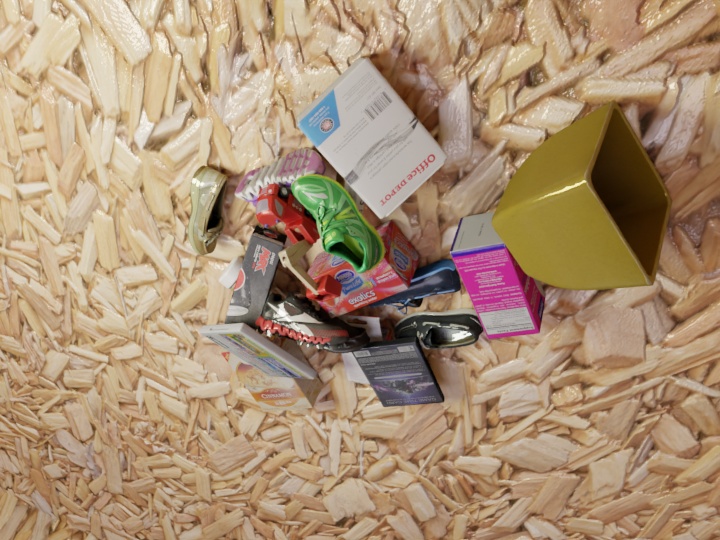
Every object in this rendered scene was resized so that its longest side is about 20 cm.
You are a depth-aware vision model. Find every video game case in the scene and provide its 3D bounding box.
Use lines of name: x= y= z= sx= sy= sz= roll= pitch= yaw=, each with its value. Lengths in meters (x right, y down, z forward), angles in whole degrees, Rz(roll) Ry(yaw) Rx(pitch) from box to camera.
video game case: x=0.079 y=0.214 z=1.448 sx=0.141 sy=0.019 sz=0.201 roll=-9 pitch=133 yaw=22
video game case: x=-0.210 y=0.166 z=1.436 sx=0.199 sy=0.022 sz=0.181 roll=38 pitch=154 yaw=-29

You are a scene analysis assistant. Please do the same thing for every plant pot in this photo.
plant pot: x=0.315 y=-0.089 z=1.044 sx=0.199 sy=0.195 sz=0.196 roll=-19 pitch=120 yaw=45

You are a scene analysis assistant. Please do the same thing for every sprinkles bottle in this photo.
sprinkles bottle: x=-0.202 y=0.057 z=1.473 sx=0.199 sy=0.069 sz=0.068 roll=40 pitch=133 yaw=-13

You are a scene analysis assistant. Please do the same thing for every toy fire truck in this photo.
toy fire truck: x=-0.108 y=-0.045 z=1.228 sx=0.048 sy=0.143 sz=0.199 roll=-17 pitch=143 yaw=38

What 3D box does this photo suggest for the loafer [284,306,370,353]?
loafer: x=-0.076 y=0.111 z=1.398 sx=0.197 sy=0.073 sz=0.072 roll=10 pitch=110 yaw=13

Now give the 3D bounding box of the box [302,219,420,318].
box: x=0.000 y=0.000 z=1.316 sx=0.198 sy=0.096 sz=0.100 roll=-22 pitch=117 yaw=37

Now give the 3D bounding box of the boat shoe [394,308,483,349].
boat shoe: x=0.146 y=0.122 z=1.381 sx=0.198 sy=0.061 sz=0.076 roll=-18 pitch=121 yaw=34

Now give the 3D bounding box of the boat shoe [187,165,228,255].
boat shoe: x=-0.292 y=-0.108 z=1.372 sx=0.062 sy=0.073 sz=0.203 roll=21 pitch=127 yaw=12

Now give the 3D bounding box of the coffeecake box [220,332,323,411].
coffeecake box: x=-0.203 y=0.228 z=1.619 sx=0.152 sy=0.073 sz=0.201 roll=-11 pitch=123 yaw=32

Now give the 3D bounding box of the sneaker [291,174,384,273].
sneaker: x=-0.039 y=-0.079 z=1.166 sx=0.200 sy=0.084 sz=0.074 roll=45 pitch=128 yaw=-5

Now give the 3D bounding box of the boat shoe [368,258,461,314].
boat shoe: x=0.096 y=0.044 z=1.319 sx=0.198 sy=0.084 sz=0.069 roll=-18 pitch=109 yaw=37

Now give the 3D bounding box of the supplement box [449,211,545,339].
supplement box: x=0.242 y=0.009 z=1.214 sx=0.102 sy=0.102 sz=0.201 roll=-9 pitch=125 yaw=29

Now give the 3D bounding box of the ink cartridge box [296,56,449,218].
ink cartridge box: x=0.017 y=-0.207 z=1.097 sx=0.145 sy=0.084 sz=0.200 roll=-41 pitch=108 yaw=6

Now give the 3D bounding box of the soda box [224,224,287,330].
soda box: x=-0.208 y=0.019 z=1.389 sx=0.070 sy=0.063 sz=0.202 roll=18 pitch=109 yaw=-6

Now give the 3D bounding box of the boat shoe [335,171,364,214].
boat shoe: x=-0.005 y=-0.152 z=1.215 sx=0.068 sy=0.071 sz=0.202 roll=3 pitch=127 yaw=-14

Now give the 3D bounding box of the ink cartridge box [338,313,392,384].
ink cartridge box: x=0.013 y=0.156 z=1.478 sx=0.107 sy=0.051 sz=0.202 roll=5 pitch=129 yaw=21

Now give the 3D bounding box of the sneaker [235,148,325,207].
sneaker: x=-0.131 y=-0.152 z=1.263 sx=0.198 sy=0.081 sz=0.089 roll=-14 pitch=129 yaw=38

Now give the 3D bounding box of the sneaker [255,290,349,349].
sneaker: x=-0.107 y=0.093 z=1.343 sx=0.198 sy=0.071 sz=0.099 roll=13 pitch=88 yaw=24
